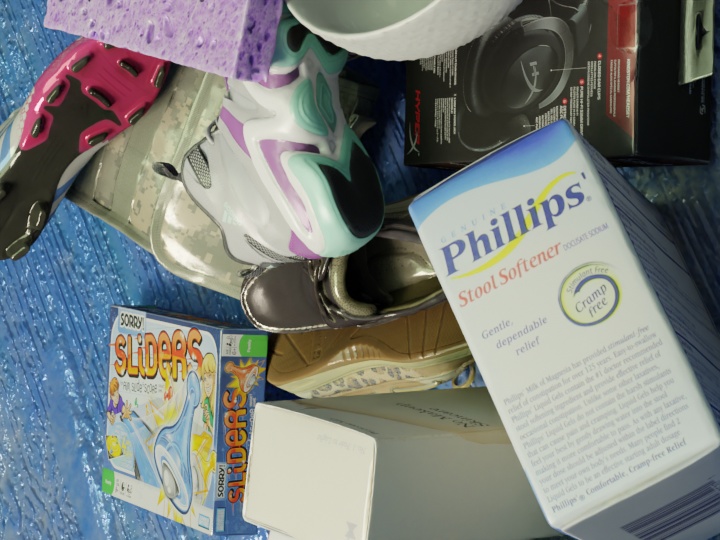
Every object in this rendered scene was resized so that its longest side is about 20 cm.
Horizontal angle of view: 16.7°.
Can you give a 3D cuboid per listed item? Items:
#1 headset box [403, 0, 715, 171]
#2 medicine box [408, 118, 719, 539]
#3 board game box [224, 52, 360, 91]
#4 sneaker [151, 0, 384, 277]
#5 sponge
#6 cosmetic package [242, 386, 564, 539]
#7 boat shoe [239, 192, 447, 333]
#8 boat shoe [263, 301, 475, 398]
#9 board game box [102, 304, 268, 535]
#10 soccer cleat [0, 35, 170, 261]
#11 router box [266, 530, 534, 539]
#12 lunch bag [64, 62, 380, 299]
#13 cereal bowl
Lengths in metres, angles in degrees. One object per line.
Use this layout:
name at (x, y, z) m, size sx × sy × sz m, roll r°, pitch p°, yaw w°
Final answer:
headset box at (0.122, -0.135, 1.434) m, size 0.200 × 0.077 × 0.149 m, roll -1°, pitch 88°, yaw 43°
medicine box at (0.133, 0.044, 1.334) m, size 0.103 × 0.182 × 0.200 m, roll -29°, pitch 68°, yaw 13°
board game box at (-0.046, -0.220, 1.517) m, size 0.120 × 0.032 × 0.201 m, roll -18°, pitch 78°, yaw 31°
sneaker at (-0.072, -0.093, 1.471) m, size 0.140 × 0.078 × 0.201 m, roll -19°, pitch 76°, yaw 35°
sponge at (-0.115, -0.183, 1.457) m, size 0.200 × 0.030 × 0.112 m, roll 19°, pitch 101°, yaw 48°
cosmetic package at (0.040, 0.115, 1.427) m, size 0.103 × 0.200 × 0.073 m, roll 13°, pitch 99°, yaw 43°
boat shoe at (0.000, 0.000, 1.485) m, size 0.200 × 0.065 × 0.072 m, roll -14°, pitch 106°, yaw 34°
boat shoe at (0.029, 0.043, 1.544) m, size 0.200 × 0.063 × 0.073 m, roll -12°, pitch 55°, yaw 41°
board game box at (-0.121, 0.097, 1.655) m, size 0.200 × 0.034 × 0.136 m, roll 6°, pitch 94°, yaw 63°
soccer cleat at (-0.198, -0.097, 1.590) m, size 0.200 × 0.070 × 0.086 m, roll -49°, pitch 29°, yaw 17°
router box at (0.071, 0.200, 1.412) m, size 0.200 × 0.179 × 0.049 m, roll 25°, pitch 107°, yaw 42°
lunch bag at (-0.091, -0.084, 1.612) m, size 0.200 × 0.117 × 0.164 m, roll 31°, pitch 104°, yaw 36°
cereal bowl at (0.049, -0.207, 1.397) m, size 0.200 × 0.083 × 0.201 m, roll -23°, pitch 55°, yaw 36°
